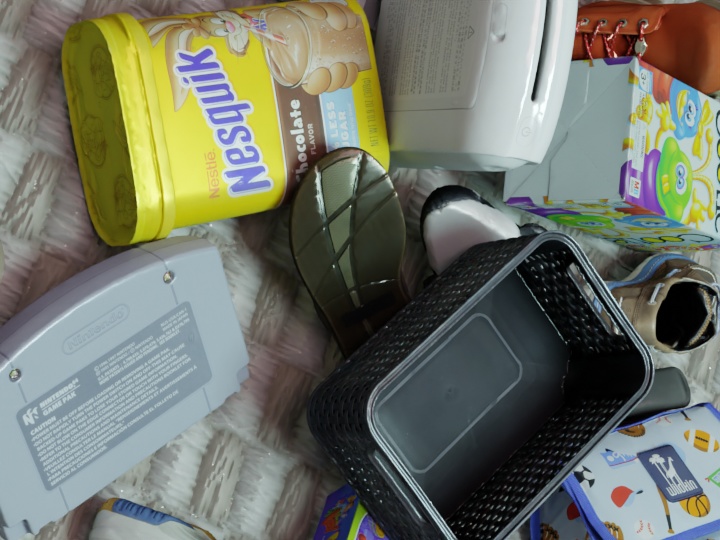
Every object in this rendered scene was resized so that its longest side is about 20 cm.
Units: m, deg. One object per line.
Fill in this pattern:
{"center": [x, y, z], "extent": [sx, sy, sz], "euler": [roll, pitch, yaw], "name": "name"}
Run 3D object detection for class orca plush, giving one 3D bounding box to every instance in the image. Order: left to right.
{"center": [0.113, -0.007, 1.190], "extent": [0.200, 0.105, 0.071], "euler": [31, 34, -25], "name": "orca plush"}

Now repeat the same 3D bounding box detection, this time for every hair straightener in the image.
{"center": [0.167, 0.091, 1.200], "extent": [0.199, 0.077, 0.041], "euler": [2, 65, -26], "name": "hair straightener"}

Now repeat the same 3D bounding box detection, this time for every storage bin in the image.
{"center": [0.081, 0.081, 1.067], "extent": [0.200, 0.094, 0.135], "euler": [-41, 103, -24], "name": "storage bin"}

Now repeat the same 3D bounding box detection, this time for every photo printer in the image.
{"center": [0.076, -0.150, 1.077], "extent": [0.069, 0.200, 0.167], "euler": [8, 90, -24], "name": "photo printer"}

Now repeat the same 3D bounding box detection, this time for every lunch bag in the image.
{"center": [0.223, 0.211, 1.182], "extent": [0.170, 0.124, 0.201], "euler": [-13, 86, -30], "name": "lunch bag"}

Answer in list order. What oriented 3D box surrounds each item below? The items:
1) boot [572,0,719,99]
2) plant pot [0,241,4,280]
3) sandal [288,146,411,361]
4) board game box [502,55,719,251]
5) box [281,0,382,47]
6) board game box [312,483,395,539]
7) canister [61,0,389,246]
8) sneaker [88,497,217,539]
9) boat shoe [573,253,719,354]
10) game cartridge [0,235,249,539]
{"center": [0.208, -0.166, 1.203], "extent": [0.107, 0.200, 0.075], "euler": [-8, 104, -25], "name": "boot"}
{"center": [-0.304, -0.020, 0.905], "extent": [0.173, 0.200, 0.201], "euler": [38, 65, -36], "name": "plant pot"}
{"center": [0.000, 0.000, 1.110], "extent": [0.082, 0.055, 0.200], "euler": [-25, 125, -4], "name": "sandal"}
{"center": [0.207, -0.081, 1.190], "extent": [0.200, 0.103, 0.105], "euler": [14, 79, -50], "name": "board game box"}
{"center": [-0.018, -0.262, 1.176], "extent": [0.200, 0.041, 0.156], "euler": [27, 69, -22], "name": "box"}
{"center": [0.045, 0.251, 1.087], "extent": [0.200, 0.045, 0.135], "euler": [44, 34, -16], "name": "board game box"}
{"center": [-0.087, -0.107, 1.080], "extent": [0.199, 0.086, 0.149], "euler": [-13, 97, -32], "name": "canister"}
{"center": [-0.088, 0.209, 0.990], "extent": [0.075, 0.199, 0.088], "euler": [41, 65, -57], "name": "sneaker"}
{"center": [0.236, 0.033, 1.216], "extent": [0.200, 0.072, 0.073], "euler": [-18, 110, -53], "name": "boat shoe"}
{"center": [-0.163, 0.066, 1.009], "extent": [0.200, 0.040, 0.134], "euler": [-34, 132, -29], "name": "game cartridge"}
